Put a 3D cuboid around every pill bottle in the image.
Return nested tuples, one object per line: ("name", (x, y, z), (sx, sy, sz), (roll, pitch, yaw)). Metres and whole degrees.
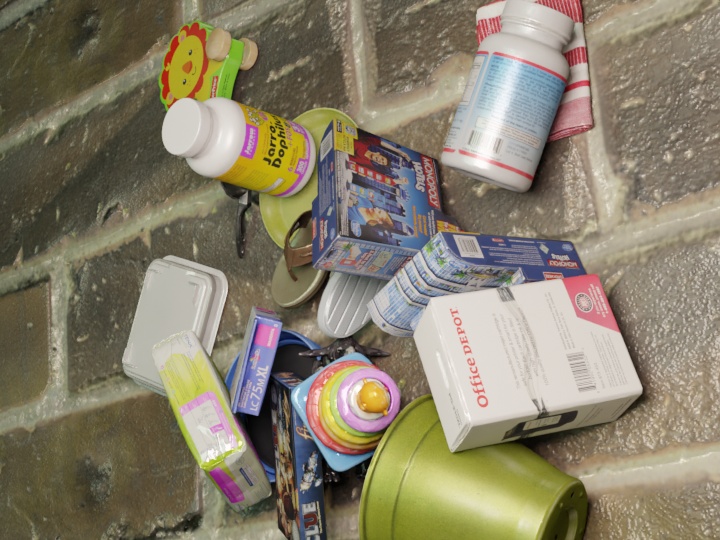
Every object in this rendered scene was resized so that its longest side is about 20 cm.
("pill bottle", (0.172, -0.198, 1.448), (0.109, 0.109, 0.201), (22, 93, 42))
("pill bottle", (-0.159, -0.163, 1.660), (0.104, 0.200, 0.105), (-10, 75, 40))

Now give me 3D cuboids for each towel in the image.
("towel", (0.204, -0.245, 1.519), (0.144, 0.023, 0.201), (-15, 71, 38))

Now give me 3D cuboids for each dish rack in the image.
("dish rack", (-0.280, 0.082, 1.861), (0.171, 0.043, 0.201), (16, 90, 43))

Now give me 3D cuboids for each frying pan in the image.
("frying pan", (-0.170, -0.119, 1.766), (0.031, 0.115, 0.191), (2, 83, 23))

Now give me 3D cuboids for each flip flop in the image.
("flip flop", (-0.063, -0.043, 1.645), (0.081, 0.057, 0.200), (47, 112, 37))

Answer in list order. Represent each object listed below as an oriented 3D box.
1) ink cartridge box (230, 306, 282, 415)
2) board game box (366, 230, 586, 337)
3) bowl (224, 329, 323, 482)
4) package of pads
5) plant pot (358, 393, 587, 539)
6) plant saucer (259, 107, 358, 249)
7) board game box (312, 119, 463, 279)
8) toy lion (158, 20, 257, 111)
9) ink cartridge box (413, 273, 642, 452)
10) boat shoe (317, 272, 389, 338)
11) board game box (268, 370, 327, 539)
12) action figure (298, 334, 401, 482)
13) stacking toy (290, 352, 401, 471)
("ink cartridge box", (-0.131, 0.112, 1.594), (0.200, 0.042, 0.120), (-160, 84, -86))
("board game box", (0.119, 0.040, 1.444), (0.200, 0.200, 0.062), (-48, 51, 41))
("bowl", (-0.104, 0.180, 1.686), (0.200, 0.039, 0.201), (-11, 73, 40))
("package of pads", (-0.191, 0.190, 1.628), (0.068, 0.155, 0.200), (-27, 57, -5))
("plant pot", (0.133, 0.256, 1.374), (0.192, 0.200, 0.201), (16, 91, 31))
("plant saucer", (-0.056, -0.118, 1.715), (0.200, 0.031, 0.201), (-10, 74, 39))
("board game box", (0.043, -0.062, 1.521), (0.062, 0.199, 0.200), (-49, 30, 39))
("toy lion", (-0.241, -0.274, 1.900), (0.191, 0.069, 0.201), (1, 81, 49))
("ink cartridge box", (0.172, 0.096, 1.345), (0.084, 0.199, 0.145), (113, 144, -58))
("boat shoe", (0.000, 0.000, 1.595), (0.062, 0.072, 0.200), (-10, 45, 57))
("board game box", (-0.078, 0.230, 1.550), (0.135, 0.034, 0.201), (-171, 76, -75))
("action figure", (-0.011, 0.156, 1.561), (0.102, 0.118, 0.201), (165, 104, -70))
("stacking toy", (0.002, 0.144, 1.392), (0.116, 0.110, 0.200), (58, 166, 5))
